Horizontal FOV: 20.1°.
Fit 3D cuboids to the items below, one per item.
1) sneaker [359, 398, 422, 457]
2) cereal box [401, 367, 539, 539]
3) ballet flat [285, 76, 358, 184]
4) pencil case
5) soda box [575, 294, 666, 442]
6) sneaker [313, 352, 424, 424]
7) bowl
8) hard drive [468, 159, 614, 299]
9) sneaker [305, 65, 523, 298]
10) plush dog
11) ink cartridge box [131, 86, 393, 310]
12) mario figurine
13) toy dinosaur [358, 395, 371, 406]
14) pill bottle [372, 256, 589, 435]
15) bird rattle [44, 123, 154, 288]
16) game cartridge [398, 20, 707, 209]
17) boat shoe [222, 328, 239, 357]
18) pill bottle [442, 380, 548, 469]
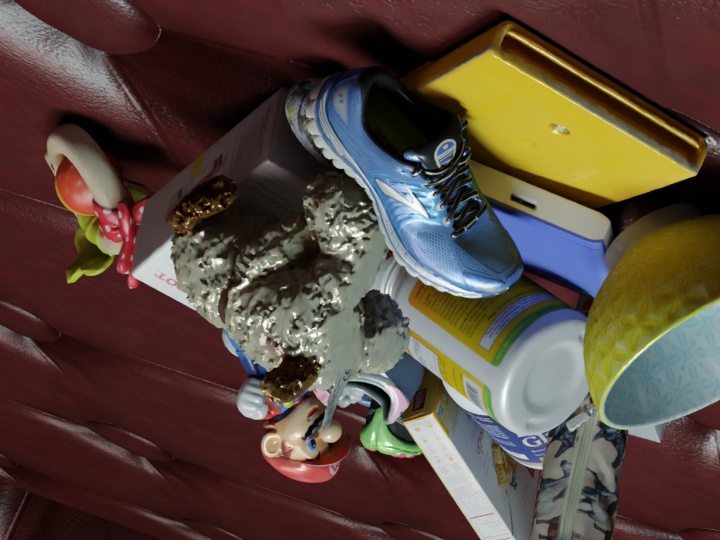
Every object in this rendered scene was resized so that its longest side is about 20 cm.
[{"bbox_3d":[0.068,0.120,1.986,0.076,0.084,0.200,15,-160,21],"label":"sneaker"},{"bbox_3d":[0.110,0.159,1.938,0.039,0.144,0.200,-18,124,25],"label":"cereal box"},{"bbox_3d":[0.023,-0.071,1.553,0.200,0.072,0.072,46,154,-26],"label":"ballet flat"},{"bbox_3d":[0.185,0.200,1.748,0.077,0.201,0.090,2,152,22],"label":"pencil case"},{"bbox_3d":[0.231,0.082,1.784,0.068,0.064,0.200,15,161,21],"label":"soda box"},{"bbox_3d":[-0.039,0.071,1.799,0.199,0.082,0.070,20,164,-6],"label":"sneaker"},{"bbox_3d":[0.237,0.016,1.480,0.108,0.199,0.200,63,178,25],"label":"bowl"},{"bbox_3d":[0.138,-0.028,1.579,0.131,0.025,0.200,23,172,16],"label":"hard drive"},{"bbox_3d":[0.047,-0.062,1.442,0.200,0.079,0.089,48,153,-10],"label":"sneaker"},{"bbox_3d":[-0.073,0.016,1.558,0.171,0.161,0.201,27,149,30],"label":"plush dog"},{"bbox_3d":[-0.072,-0.037,1.661,0.145,0.084,0.200,30,136,-25],"label":"ink cartridge box"},{"bbox_3d":[-0.054,0.110,1.889,0.106,0.123,0.201,-122,11,-63],"label":"mario figurine"},{"bbox_3d":[-0.025,0.094,2.104,0.181,0.105,0.200,38,-179,23],"label":"toy dinosaur"},{"bbox_3d":[0.096,0.043,1.697,0.200,0.111,0.111,36,175,42],"label":"pill bottle"},{"bbox_3d":[-0.241,-0.057,1.869,0.164,0.112,0.200,58,170,-4],"label":"bird rattle"},{"bbox_3d":[0.124,-0.103,1.447,0.176,0.033,0.200,29,164,-17],"label":"game cartridge"},{"bbox_3d":[-0.035,0.050,1.971,0.199,0.074,0.067,3,-174,-7],"label":"boat shoe"},{"bbox_3d":[0.139,0.095,1.851,0.111,0.112,0.200,10,158,35],"label":"pill bottle"}]
